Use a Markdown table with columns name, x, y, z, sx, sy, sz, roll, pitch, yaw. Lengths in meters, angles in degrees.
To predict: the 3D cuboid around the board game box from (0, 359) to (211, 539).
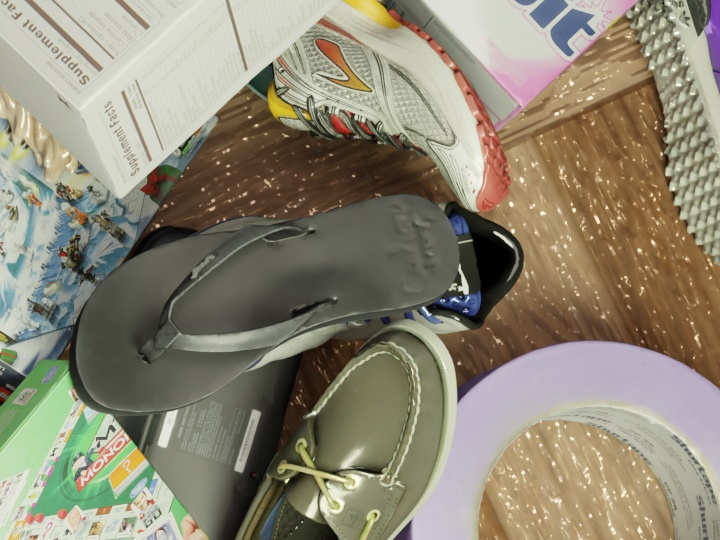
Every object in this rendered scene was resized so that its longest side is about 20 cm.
| name | x | y | z | sx | sy | sz | roll | pitch | yaw |
| --- | --- | --- | --- | --- | --- | --- | --- | --- | --- |
| board game box | -0.165 | 0.159 | 1.154 | 0.200 | 0.029 | 0.135 | -52 | 123 | -29 |

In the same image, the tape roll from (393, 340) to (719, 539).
| name | x | y | z | sx | sy | sz | roll | pitch | yaw |
| --- | --- | --- | --- | --- | --- | --- | --- | --- | --- |
| tape roll | 0.115 | 0.140 | 1.294 | 0.200 | 0.085 | 0.200 | 2 | 81 | -10 |

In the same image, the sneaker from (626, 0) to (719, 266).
| name | x | y | z | sx | sy | sz | roll | pitch | yaw |
| --- | --- | --- | --- | --- | --- | --- | --- | --- | --- |
| sneaker | 0.217 | -0.100 | 1.357 | 0.099 | 0.070 | 0.200 | -13 | 85 | -17 |

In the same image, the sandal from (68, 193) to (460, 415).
| name | x | y | z | sx | sy | sz | roll | pitch | yaw |
| --- | --- | --- | --- | --- | --- | --- | --- | --- | --- |
| sandal | -0.047 | 0.008 | 1.172 | 0.200 | 0.043 | 0.076 | -22 | 83 | -15 |

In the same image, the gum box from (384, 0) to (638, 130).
| name | x | y | z | sx | sy | sz | roll | pitch | yaw |
| --- | --- | --- | --- | --- | --- | --- | --- | --- | --- |
| gum box | 0.051 | -0.189 | 1.312 | 0.114 | 0.066 | 0.200 | -44 | 91 | -13 |

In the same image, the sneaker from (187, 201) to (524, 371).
| name | x | y | z | sx | sy | sz | roll | pitch | yaw |
| --- | --- | --- | --- | --- | --- | --- | --- | --- | --- |
| sneaker | 0.001 | 0.000 | 1.256 | 0.199 | 0.115 | 0.081 | -10 | 88 | -26 |

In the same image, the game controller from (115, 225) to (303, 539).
| name | x | y | z | sx | sy | sz | roll | pitch | yaw |
| --- | --- | --- | --- | --- | --- | --- | --- | --- | --- |
| game controller | -0.093 | 0.080 | 1.292 | 0.104 | 0.042 | 0.200 | 22 | 78 | -22 |

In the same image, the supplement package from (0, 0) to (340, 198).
| name | x | y | z | sx | sy | sz | roll | pitch | yaw |
| --- | --- | --- | --- | --- | --- | --- | --- | --- | --- |
| supplement package | -0.086 | -0.153 | 1.166 | 0.200 | 0.114 | 0.110 | -43 | 72 | -11 |

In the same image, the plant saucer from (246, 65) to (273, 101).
| name | x | y | z | sx | sy | sz | roll | pitch | yaw |
| --- | --- | --- | --- | --- | --- | --- | --- | --- | --- |
| plant saucer | 0.000 | -0.171 | 1.348 | 0.200 | 0.027 | 0.200 | 1 | 82 | -11 |

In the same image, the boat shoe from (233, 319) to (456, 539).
| name | x | y | z | sx | sy | sz | roll | pitch | yaw |
| --- | --- | --- | --- | --- | --- | --- | --- | --- | --- |
| boat shoe | -0.015 | 0.114 | 1.227 | 0.072 | 0.060 | 0.202 | 39 | 120 | 22 |

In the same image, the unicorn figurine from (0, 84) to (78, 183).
| name | x | y | z | sx | sy | sz | roll | pitch | yaw |
| --- | --- | --- | --- | --- | --- | --- | --- | --- | --- |
| unicorn figurine | -0.121 | -0.147 | 1.256 | 0.137 | 0.074 | 0.200 | 41 | 62 | 13 |

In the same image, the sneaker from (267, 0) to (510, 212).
| name | x | y | z | sx | sy | sz | roll | pitch | yaw |
| --- | --- | --- | --- | --- | --- | --- | --- | --- | --- |
| sneaker | 0.002 | -0.089 | 1.264 | 0.082 | 0.078 | 0.200 | -43 | 57 | -6 |

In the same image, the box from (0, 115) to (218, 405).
| name | x | y | z | sx | sy | sz | roll | pitch | yaw |
| --- | --- | --- | --- | --- | --- | --- | --- | --- | --- |
| box | -0.177 | -0.041 | 1.250 | 0.137 | 0.040 | 0.200 | 34 | 53 | -4 |
